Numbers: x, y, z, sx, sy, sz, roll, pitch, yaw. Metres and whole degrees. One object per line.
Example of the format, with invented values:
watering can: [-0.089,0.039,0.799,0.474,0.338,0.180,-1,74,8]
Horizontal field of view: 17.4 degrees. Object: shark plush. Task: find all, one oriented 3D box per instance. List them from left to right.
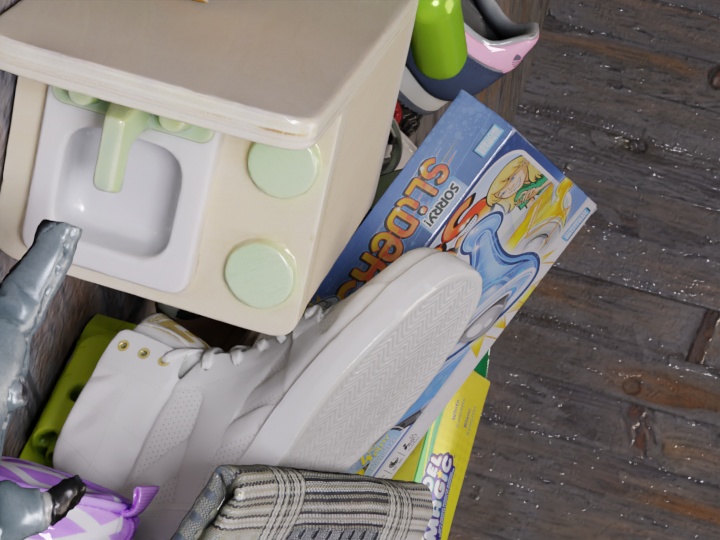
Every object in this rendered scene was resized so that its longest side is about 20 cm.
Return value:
shark plush: [-0.139,0.082,0.853,0.091,0.083,0.200,91,16,-62]

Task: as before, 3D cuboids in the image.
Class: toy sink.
toy sink: [-0.066,-0.054,0.950,0.200,0.130,0.112,-61,165,-66]

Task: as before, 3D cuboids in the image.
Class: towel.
towel: [-0.052,0.173,0.972,0.200,0.035,0.193,-61,156,5]

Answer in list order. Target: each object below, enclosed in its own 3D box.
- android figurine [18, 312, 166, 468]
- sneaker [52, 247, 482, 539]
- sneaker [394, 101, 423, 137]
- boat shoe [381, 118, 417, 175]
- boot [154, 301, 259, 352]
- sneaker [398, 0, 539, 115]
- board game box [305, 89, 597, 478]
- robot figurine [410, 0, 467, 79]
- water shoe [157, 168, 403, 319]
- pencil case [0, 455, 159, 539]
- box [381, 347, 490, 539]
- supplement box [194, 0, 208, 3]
android figurine: [-0.133,0.105,1.135,0.182,0.041,0.200,98,12,-45]
sneaker: [-0.049,0.042,1.000,0.200,0.116,0.074,-46,151,7]
sneaker: [-0.040,-0.133,1.271,0.079,0.096,0.200,-38,145,-5]
boat shoe: [-0.017,-0.065,1.205,0.200,0.069,0.072,25,68,-49]
boot: [-0.059,-0.004,1.305,0.146,0.070,0.200,75,24,-62]
sneaker: [0.019,-0.179,1.173,0.200,0.082,0.070,58,32,-17]
board game box: [0.020,0.023,1.094,0.200,0.034,0.135,-53,155,3]
robot figurine: [-0.001,-0.168,1.083,0.200,0.175,0.116,-47,161,23]
water shoe: [0.000,0.000,1.171,0.072,0.200,0.079,105,-35,-80]
pencil case: [-0.150,0.174,0.961,0.084,0.085,0.200,7,98,-70]
box: [-0.009,0.112,1.192,0.048,0.117,0.200,38,63,-48]
supplement box: [-0.065,-0.208,0.895,0.067,0.069,0.200,16,88,-82]
